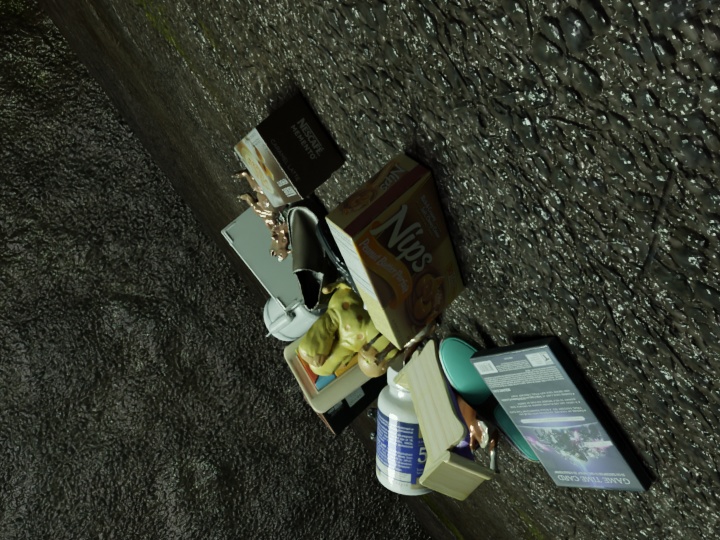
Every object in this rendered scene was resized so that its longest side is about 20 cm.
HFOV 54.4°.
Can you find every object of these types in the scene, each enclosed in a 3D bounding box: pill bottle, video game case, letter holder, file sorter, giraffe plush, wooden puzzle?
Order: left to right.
[{"bbox_3d":[-0.159,-0.030,1.405,0.201,0.138,0.125,50,169,7],"label":"file sorter"},{"bbox_3d":[-0.049,0.158,1.363,0.200,0.183,0.038,47,170,52],"label":"wooden puzzle"},{"bbox_3d":[-0.029,0.198,1.417,0.142,0.199,0.102,37,162,43],"label":"letter holder"},{"bbox_3d":[0.012,0.113,1.210,0.160,0.205,0.171,27,-164,24],"label":"giraffe plush"},{"bbox_3d":[0.085,0.248,1.153,0.119,0.117,0.206,29,123,57],"label":"pill bottle"},{"bbox_3d":[0.225,0.170,0.809,0.202,0.019,0.142,54,150,-8],"label":"video game case"}]

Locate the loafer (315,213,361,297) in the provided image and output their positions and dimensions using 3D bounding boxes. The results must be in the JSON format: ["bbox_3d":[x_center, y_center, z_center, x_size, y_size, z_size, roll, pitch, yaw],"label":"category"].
[{"bbox_3d":[0.000,0.000,1.092,0.201,0.068,0.070,48,157,2],"label":"loafer"}]

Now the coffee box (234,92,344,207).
[{"bbox_3d":[-0.108,-0.165,1.006,0.116,0.079,0.199,54,167,-13],"label":"coffee box"}]

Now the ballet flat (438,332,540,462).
[{"bbox_3d":[0.180,0.164,0.932,0.201,0.072,0.072,49,166,10],"label":"ballet flat"}]

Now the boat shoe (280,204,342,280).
[{"bbox_3d":[-0.100,-0.055,1.298,0.201,0.067,0.072,48,167,24],"label":"boat shoe"}]

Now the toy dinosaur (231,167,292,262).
[{"bbox_3d":[-0.150,-0.134,1.236,0.134,0.085,0.204,29,136,32],"label":"toy dinosaur"}]

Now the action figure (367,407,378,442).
[{"bbox_3d":[0.098,0.270,1.397,0.200,0.100,0.121,-44,51,40],"label":"action figure"}]

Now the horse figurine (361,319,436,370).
[{"bbox_3d":[0.071,0.090,1.024,0.050,0.132,0.200,48,178,18],"label":"horse figurine"}]

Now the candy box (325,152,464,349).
[{"bbox_3d":[0.046,-0.016,0.800,0.055,0.115,0.202,36,160,41],"label":"candy box"}]

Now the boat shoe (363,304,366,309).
[{"bbox_3d":[0.054,0.007,0.955,0.066,0.073,0.201,17,149,-2],"label":"boat shoe"}]

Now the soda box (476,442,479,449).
[{"bbox_3d":[0.136,0.240,1.251,0.200,0.070,0.064,44,166,31],"label":"soda box"}]

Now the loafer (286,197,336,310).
[{"bbox_3d":[-0.083,-0.023,1.194,0.071,0.071,0.205,-51,-49,-62],"label":"loafer"}]

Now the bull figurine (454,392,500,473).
[{"bbox_3d":[0.177,0.235,1.068,0.200,0.063,0.125,131,143,-84],"label":"bull figurine"}]

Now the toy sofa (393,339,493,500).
[{"bbox_3d":[0.120,0.201,0.975,0.082,0.098,0.202,28,-155,-27],"label":"toy sofa"}]

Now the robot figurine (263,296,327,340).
[{"bbox_3d":[-0.144,0.084,1.577,0.199,0.169,0.114,-38,90,38],"label":"robot figurine"}]
